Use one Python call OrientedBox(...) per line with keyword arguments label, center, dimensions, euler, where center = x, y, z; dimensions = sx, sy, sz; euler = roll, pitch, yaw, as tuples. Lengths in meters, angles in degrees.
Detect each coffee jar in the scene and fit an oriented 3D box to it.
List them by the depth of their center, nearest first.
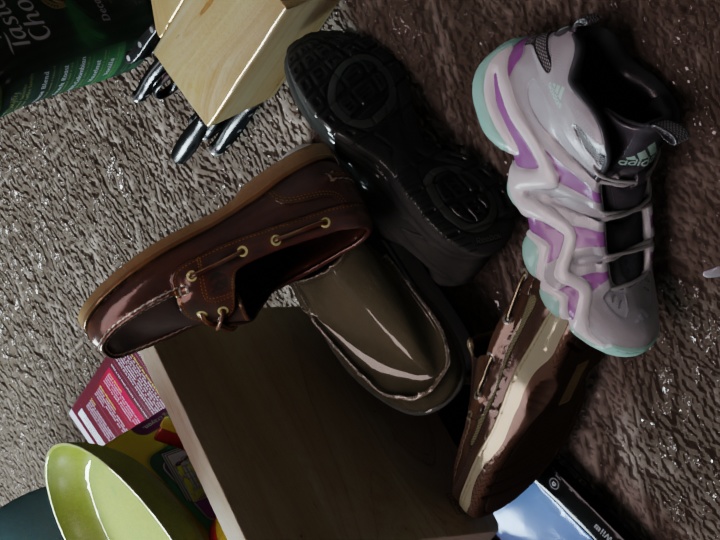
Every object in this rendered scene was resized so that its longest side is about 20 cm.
OrientedBox(label="coffee jar", center=(-0.251, -0.164, 1.631), dimensions=(0.105, 0.199, 0.085), euler=(53, 145, 10))

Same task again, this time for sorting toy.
OrientedBox(label="sorting toy", center=(-0.040, 0.122, 1.511), dimensions=(0.070, 0.198, 0.201), euler=(-57, 49, 37))

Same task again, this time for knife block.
OrientedBox(label="knife block", center=(-0.083, -0.140, 1.553), dimensions=(0.199, 0.064, 0.177), euler=(20, 129, 43))

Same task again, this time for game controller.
OrientedBox(label="game controller", center=(0.120, 0.167, 1.526), dimensions=(0.200, 0.042, 0.105), euler=(44, 142, 22))

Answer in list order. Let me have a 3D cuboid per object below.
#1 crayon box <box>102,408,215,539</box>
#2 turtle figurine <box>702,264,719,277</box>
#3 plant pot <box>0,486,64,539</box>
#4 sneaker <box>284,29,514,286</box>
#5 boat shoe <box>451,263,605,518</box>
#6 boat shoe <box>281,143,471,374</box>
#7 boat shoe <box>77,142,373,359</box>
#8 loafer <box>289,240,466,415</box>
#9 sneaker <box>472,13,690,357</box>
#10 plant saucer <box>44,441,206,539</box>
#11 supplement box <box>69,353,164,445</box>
OrientedBox(label="crayon box", center=(-0.061, 0.154, 1.609), dimensions=(0.173, 0.199, 0.058), euler=(46, 145, 21))
OrientedBox(label="turtle figurine", center=(0.306, 0.047, 1.087), dimensions=(0.193, 0.199, 0.145), euler=(-30, 56, 33))
OrientedBox(label="plant pot", center=(-0.246, 0.259, 1.963), dimensions=(0.200, 0.200, 0.135), euler=(42, 104, 26))
OrientedBox(label="sneaker", center=(0.013, -0.068, 1.475), dimensions=(0.200, 0.076, 0.091), euler=(53, 152, 17))
OrientedBox(label="boat shoe", center=(0.102, 0.067, 1.452), dimensions=(0.075, 0.074, 0.203), euler=(47, 128, 28))
OrientedBox(label="boat shoe", center=(0.000, 0.000, 1.549), dimensions=(0.200, 0.056, 0.069), euler=(52, 145, 13))
OrientedBox(label="boat shoe", center=(-0.085, 0.001, 1.435), dimensions=(0.071, 0.199, 0.070), euler=(59, -171, 20))
OrientedBox(label="loafer", center=(-0.011, 0.014, 1.485), dimensions=(0.200, 0.075, 0.070), euler=(47, -175, 16))
OrientedBox(label="sneaker", center=(0.148, -0.050, 1.304), dimensions=(0.140, 0.077, 0.201), euler=(-20, 98, 56))
OrientedBox(label="plant saucer", center=(-0.142, 0.195, 1.532), dimensions=(0.200, 0.031, 0.201), euler=(39, 148, 30))
OrientedBox(label="supplement box", center=(-0.157, 0.104, 1.822), dimensions=(0.109, 0.061, 0.200), euler=(54, 146, 9))
